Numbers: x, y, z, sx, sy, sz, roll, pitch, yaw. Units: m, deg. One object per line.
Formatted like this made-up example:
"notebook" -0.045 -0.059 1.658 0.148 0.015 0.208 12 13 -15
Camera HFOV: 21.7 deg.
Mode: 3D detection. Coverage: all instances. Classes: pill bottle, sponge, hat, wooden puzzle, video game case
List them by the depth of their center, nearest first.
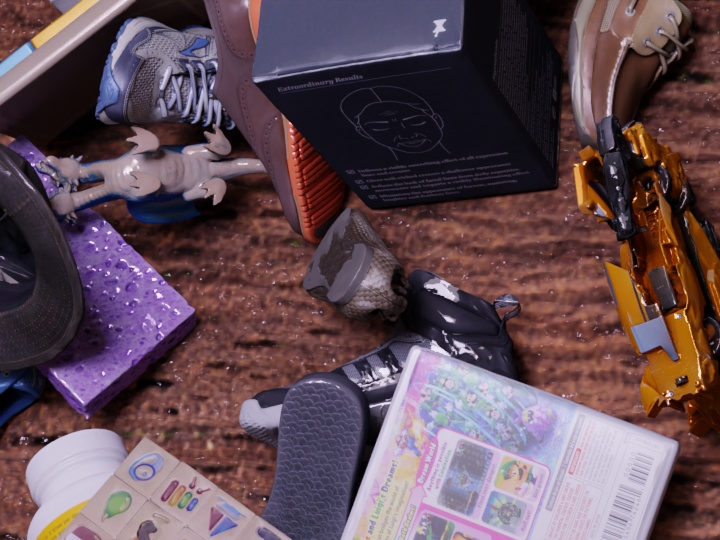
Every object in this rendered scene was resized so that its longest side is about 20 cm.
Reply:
"video game case" 0.082 0.170 1.174 0.181 0.024 0.201 19 87 17
"pill bottle" -0.161 0.207 1.266 0.104 0.104 0.201 -33 57 8
"hat" -0.263 -0.031 1.318 0.199 0.202 0.081 1 29 25
"sponge" -0.225 0.002 1.383 0.111 0.030 0.200 -40 73 -22
"wooden puzzle" -0.203 -0.166 1.416 0.185 0.200 0.037 -36 86 6

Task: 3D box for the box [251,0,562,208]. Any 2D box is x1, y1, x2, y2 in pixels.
"box" 0.037 -0.137 1.277 0.148 0.200 0.108 -5 65 22

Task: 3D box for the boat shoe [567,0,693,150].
"boat shoe" 0.190 -0.171 1.297 0.073 0.076 0.201 2 69 23

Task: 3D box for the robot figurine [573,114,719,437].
"robot figurine" 0.189 -0.001 1.182 0.058 0.145 0.201 -27 63 25

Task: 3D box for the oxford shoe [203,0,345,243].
"oxford shoe" -0.060 -0.115 1.338 0.072 0.201 0.071 3 25 32

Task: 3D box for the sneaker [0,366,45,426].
"sneaker" -0.265 0.043 1.424 0.105 0.076 0.201 26 79 14

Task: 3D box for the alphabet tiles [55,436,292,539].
"alphabet tiles" -0.117 0.218 1.185 0.199 0.008 0.167 31 69 25

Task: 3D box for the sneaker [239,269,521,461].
"sneaker" 0.018 0.064 1.270 0.199 0.076 0.115 -4 64 17

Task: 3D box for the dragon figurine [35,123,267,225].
"dragon figurine" -0.140 -0.068 1.377 0.099 0.199 0.059 -18 77 63

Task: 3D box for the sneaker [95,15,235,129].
"sneaker" -0.121 -0.140 1.371 0.085 0.200 0.078 20 110 17

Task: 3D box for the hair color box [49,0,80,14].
"hair color box" -0.152 -0.264 1.486 0.200 0.099 0.061 -36 55 6

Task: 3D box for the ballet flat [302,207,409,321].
"ballet flat" 0.000 0.000 1.270 0.046 0.200 0.068 29 93 -12

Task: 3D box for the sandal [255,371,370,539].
"sandal" -0.034 0.162 1.232 0.076 0.043 0.201 20 105 9
